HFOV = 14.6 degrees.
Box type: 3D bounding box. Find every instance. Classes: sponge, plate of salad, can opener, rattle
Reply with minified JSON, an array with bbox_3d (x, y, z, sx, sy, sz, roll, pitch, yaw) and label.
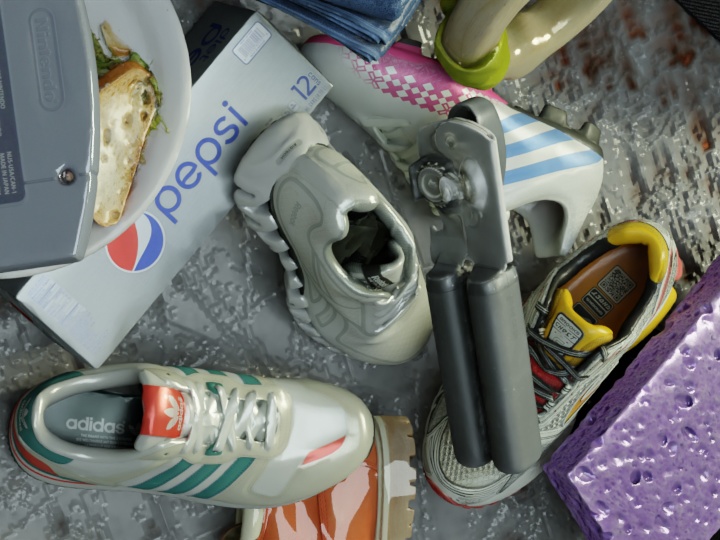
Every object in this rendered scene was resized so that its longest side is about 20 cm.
[{"bbox_3d":[0.193,0.086,1.624,0.200,0.030,0.112,-47,122,-23],"label":"sponge"},{"bbox_3d":[-0.186,-0.096,1.436,0.199,0.048,0.201,0,82,-3],"label":"plate of salad"},{"bbox_3d":[0.071,0.007,1.520,0.067,0.053,0.201,-31,119,-46],"label":"can opener"},{"bbox_3d":[0.099,-0.202,1.493,0.130,0.143,0.200,8,132,-45],"label":"rattle"}]

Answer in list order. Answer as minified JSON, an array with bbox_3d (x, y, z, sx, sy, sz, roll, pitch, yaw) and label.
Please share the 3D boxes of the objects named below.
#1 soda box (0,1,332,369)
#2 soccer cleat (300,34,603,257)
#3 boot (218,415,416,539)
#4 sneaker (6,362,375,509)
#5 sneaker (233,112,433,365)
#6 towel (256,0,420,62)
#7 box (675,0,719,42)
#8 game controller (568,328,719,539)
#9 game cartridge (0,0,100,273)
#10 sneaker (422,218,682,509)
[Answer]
[{"bbox_3d":[-0.109,-0.048,1.498,0.063,0.068,0.200,43,82,-24],"label":"soda box"},{"bbox_3d":[0.050,-0.067,1.557,0.199,0.070,0.087,21,79,-26],"label":"soccer cleat"},{"bbox_3d":[-0.030,0.180,1.579,0.107,0.075,0.201,1,97,-13],"label":"boot"},{"bbox_3d":[-0.088,0.086,1.490,0.198,0.093,0.071,3,80,-6],"label":"sneaker"},{"bbox_3d":[0.000,0.000,1.516,0.075,0.081,0.200,-49,144,-11],"label":"sneaker"},{"bbox_3d":[-0.048,-0.191,1.448,0.199,0.049,0.112,25,60,14],"label":"towel"},{"bbox_3d":[0.243,-0.205,1.599,0.200,0.104,0.148,38,85,-24],"label":"box"},{"bbox_3d":[0.197,0.105,1.670,0.199,0.042,0.105,27,89,-25],"label":"game controller"},{"bbox_3d":[-0.197,-0.096,1.394,0.132,0.041,0.201,-8,86,3],"label":"game cartridge"},{"bbox_3d":[0.103,0.046,1.585,0.078,0.082,0.200,37,84,10],"label":"sneaker"}]
